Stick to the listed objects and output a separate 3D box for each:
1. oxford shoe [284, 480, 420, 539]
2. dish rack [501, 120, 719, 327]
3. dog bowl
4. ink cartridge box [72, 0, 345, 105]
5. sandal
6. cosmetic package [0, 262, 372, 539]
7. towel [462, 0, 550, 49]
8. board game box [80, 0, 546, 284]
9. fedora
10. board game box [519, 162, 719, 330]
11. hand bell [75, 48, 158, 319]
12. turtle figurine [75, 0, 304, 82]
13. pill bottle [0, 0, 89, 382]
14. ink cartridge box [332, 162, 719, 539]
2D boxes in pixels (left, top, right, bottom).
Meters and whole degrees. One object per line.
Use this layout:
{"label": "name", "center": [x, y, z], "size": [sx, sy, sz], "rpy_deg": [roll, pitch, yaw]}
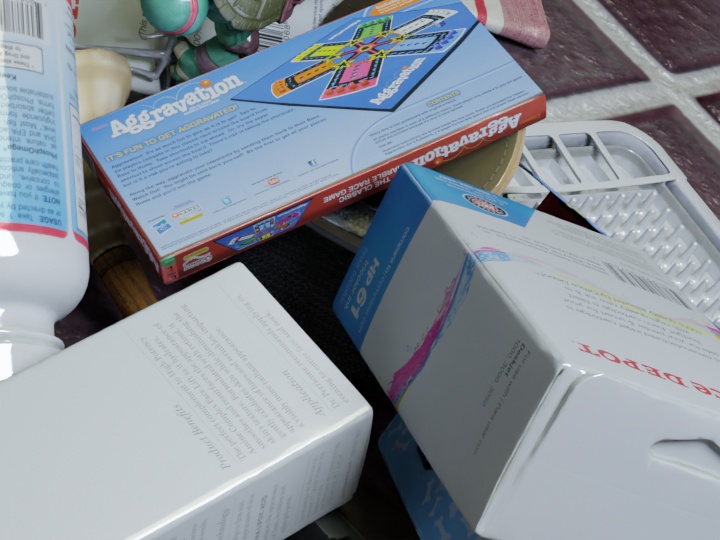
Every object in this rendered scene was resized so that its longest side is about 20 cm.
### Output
{"label": "oxford shoe", "center": [0.030, 0.158, 0.956], "size": [0.084, 0.073, 0.200], "rpy_deg": [-13, 56, -51]}
{"label": "dish rack", "center": [0.153, -0.005, 1.261], "size": [0.171, 0.044, 0.200], "rpy_deg": [-6, 49, -41]}
{"label": "dog bowl", "center": [0.063, 0.114, 0.983], "size": [0.111, 0.050, 0.200], "rpy_deg": [46, 5, -21]}
{"label": "ink cartridge box", "center": [-0.100, -0.155, 1.167], "size": [0.200, 0.083, 0.147], "rpy_deg": [10, 79, -28]}
{"label": "sandal", "center": [0.047, -0.075, 1.094], "size": [0.070, 0.078, 0.212], "rpy_deg": [47, 7, -38]}
{"label": "cosmetic package", "center": [-0.102, 0.087, 0.890], "size": [0.200, 0.074, 0.102], "rpy_deg": [-27, 59, -28]}
{"label": "towel", "center": [0.027, -0.220, 1.444], "size": [0.200, 0.023, 0.144], "rpy_deg": [12, 42, -22]}
{"label": "board game box", "center": [-0.024, -0.069, 1.007], "size": [0.200, 0.019, 0.103], "rpy_deg": [-24, 51, -15]}
{"label": "fedora", "center": [0.000, 0.000, 1.081], "size": [0.200, 0.092, 0.201], "rpy_deg": [25, 12, -6]}
{"label": "board game box", "center": [0.131, 0.006, 1.130], "size": [0.158, 0.039, 0.200], "rpy_deg": [39, 5, -9]}
{"label": "hand bell", "center": [-0.117, 0.003, 1.044], "size": [0.104, 0.104, 0.200], "rpy_deg": [-13, 68, -44]}
{"label": "turtle figurine", "center": [-0.068, -0.157, 1.069], "size": [0.101, 0.150, 0.200], "rpy_deg": [21, 37, 31]}
{"label": "pill bottle", "center": [-0.178, -0.036, 0.952], "size": [0.109, 0.109, 0.200], "rpy_deg": [4, 73, -33]}
{"label": "ink cartridge box", "center": [0.090, 0.047, 0.913], "size": [0.144, 0.085, 0.200], "rpy_deg": [19, 17, -26]}
